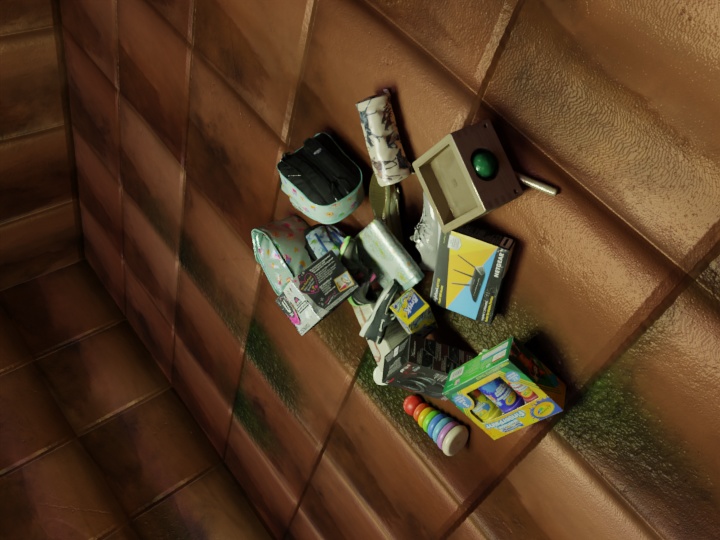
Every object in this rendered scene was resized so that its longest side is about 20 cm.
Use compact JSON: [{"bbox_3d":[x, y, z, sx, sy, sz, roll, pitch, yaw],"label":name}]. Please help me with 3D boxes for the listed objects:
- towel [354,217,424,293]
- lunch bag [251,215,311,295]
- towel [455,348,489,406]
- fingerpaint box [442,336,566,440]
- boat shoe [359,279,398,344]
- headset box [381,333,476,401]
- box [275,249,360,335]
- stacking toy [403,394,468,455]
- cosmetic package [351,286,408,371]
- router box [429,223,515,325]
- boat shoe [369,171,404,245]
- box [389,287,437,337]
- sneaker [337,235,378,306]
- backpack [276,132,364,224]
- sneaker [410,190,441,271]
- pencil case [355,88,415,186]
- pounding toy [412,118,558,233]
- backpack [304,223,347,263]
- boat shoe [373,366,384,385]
[{"bbox_3d":[0.056,-0.026,1.511,0.172,0.048,0.200,49,161,-3],"label":"towel"},{"bbox_3d":[-0.200,-0.054,1.830,0.201,0.169,0.122,57,137,10],"label":"lunch bag"},{"bbox_3d":[0.310,0.267,1.448,0.151,0.023,0.201,21,132,6],"label":"towel"},{"bbox_3d":[0.302,0.254,1.371,0.167,0.074,0.200,42,132,-11],"label":"fingerpaint box"},{"bbox_3d":[0.058,0.101,1.538,0.060,0.076,0.201,30,140,5],"label":"boat shoe"},{"bbox_3d":[0.170,0.236,1.538,0.198,0.078,0.149,20,146,-16],"label":"headset box"},{"bbox_3d":[-0.108,0.056,1.534,0.115,0.132,0.200,51,157,3],"label":"box"},{"bbox_3d":[0.185,0.391,1.695,0.199,0.085,0.086,34,136,42],"label":"stacking toy"},{"bbox_3d":[0.069,0.147,1.668,0.087,0.103,0.202,-19,94,56],"label":"cosmetic package"},{"bbox_3d":[0.232,0.004,1.370,0.148,0.051,0.202,21,130,20],"label":"router box"},{"bbox_3d":[0.068,-0.147,1.533,0.073,0.063,0.204,17,118,55],"label":"boat shoe"},{"bbox_3d":[0.128,0.109,1.511,0.064,0.070,0.200,48,177,21],"label":"box"},{"bbox_3d":[0.000,0.000,1.539,0.083,0.077,0.202,3,133,23],"label":"sneaker"},{"bbox_3d":[-0.088,-0.209,1.588,0.200,0.175,0.154,41,156,30],"label":"backpack"},{"bbox_3d":[0.147,-0.083,1.419,0.081,0.075,0.203,-3,115,10],"label":"sneaker"},{"bbox_3d":[0.054,-0.292,1.426,0.077,0.089,0.203,0,109,58],"label":"pencil case"},{"bbox_3d":[0.234,-0.178,1.245,0.186,0.141,0.200,65,154,2],"label":"pounding toy"},{"bbox_3d":[-0.063,-0.027,1.678,0.201,0.152,0.164,-97,-18,-65],"label":"backpack"},{"bbox_3d":[0.128,0.276,1.716,0.198,0.061,0.074,-8,78,38],"label":"boat shoe"}]
